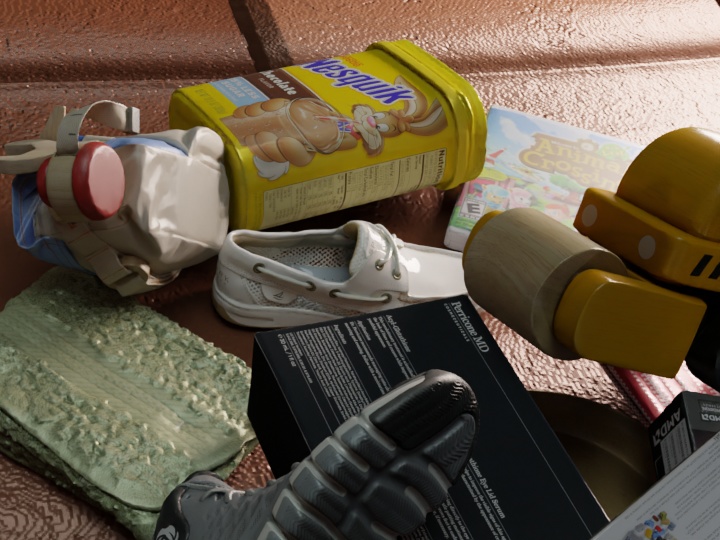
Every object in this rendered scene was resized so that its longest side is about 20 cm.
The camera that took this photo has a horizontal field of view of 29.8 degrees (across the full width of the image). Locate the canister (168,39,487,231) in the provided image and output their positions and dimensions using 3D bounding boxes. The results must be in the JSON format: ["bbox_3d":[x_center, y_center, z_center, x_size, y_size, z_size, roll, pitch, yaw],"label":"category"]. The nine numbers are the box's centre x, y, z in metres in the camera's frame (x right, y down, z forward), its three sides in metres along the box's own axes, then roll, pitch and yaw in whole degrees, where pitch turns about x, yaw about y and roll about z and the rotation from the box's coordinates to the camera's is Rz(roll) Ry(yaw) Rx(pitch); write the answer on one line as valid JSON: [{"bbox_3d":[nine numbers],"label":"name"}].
[{"bbox_3d":[-0.027,-0.103,1.020,0.200,0.087,0.149,-16,37,-25],"label":"canister"}]

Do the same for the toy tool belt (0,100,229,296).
[{"bbox_3d":[-0.176,-0.045,0.876,0.123,0.125,0.200,-1,-3,21],"label":"toy tool belt"}]

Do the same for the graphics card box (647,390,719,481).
[{"bbox_3d":[0.244,0.171,0.776,0.125,0.051,0.200,10,49,-14],"label":"graphics card box"}]

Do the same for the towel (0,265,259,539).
[{"bbox_3d":[-0.157,0.074,0.841,0.200,0.037,0.148,29,43,19],"label":"towel"}]

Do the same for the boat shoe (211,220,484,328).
[{"bbox_3d":[0.000,0.000,0.932,0.200,0.069,0.071,-1,41,-15],"label":"boat shoe"}]

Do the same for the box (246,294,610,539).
[{"bbox_3d":[0.035,0.116,0.763,0.141,0.079,0.200,-11,46,-20],"label":"box"}]

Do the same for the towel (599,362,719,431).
[{"bbox_3d":[0.258,0.074,0.925,0.200,0.022,0.145,-6,43,-28],"label":"towel"}]

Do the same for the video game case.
[{"bbox_3d":[0.180,-0.052,1.067,0.200,0.022,0.182,16,41,6],"label":"video game case"}]

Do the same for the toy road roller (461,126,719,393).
[{"bbox_3d":[0.176,-0.018,0.826,0.200,0.146,0.123,10,15,-32],"label":"toy road roller"}]

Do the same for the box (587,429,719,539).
[{"bbox_3d":[0.166,0.163,0.669,0.200,0.035,0.110,-32,68,-27],"label":"box"}]

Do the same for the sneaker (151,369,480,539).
[{"bbox_3d":[-0.040,0.110,0.672,0.200,0.075,0.115,-45,36,-10],"label":"sneaker"}]

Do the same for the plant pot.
[{"bbox_3d":[0.120,0.154,0.819,0.200,0.028,0.200,6,41,-5],"label":"plant pot"}]
